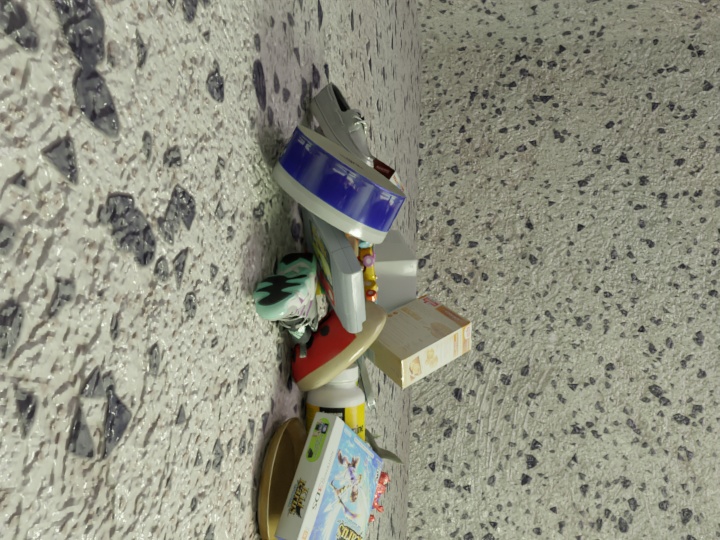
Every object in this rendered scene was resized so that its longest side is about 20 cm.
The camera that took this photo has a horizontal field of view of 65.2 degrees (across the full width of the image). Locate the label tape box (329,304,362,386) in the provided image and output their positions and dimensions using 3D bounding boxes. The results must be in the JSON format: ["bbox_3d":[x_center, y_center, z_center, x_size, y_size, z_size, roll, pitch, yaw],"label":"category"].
[{"bbox_3d":[-0.035,0.180,1.199,0.146,0.061,0.206,75,18,-56],"label":"label tape box"}]

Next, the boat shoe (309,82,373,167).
[{"bbox_3d":[-0.022,-0.255,0.995,0.071,0.069,0.203,18,35,-46],"label":"boat shoe"}]

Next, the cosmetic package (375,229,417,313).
[{"bbox_3d":[0.057,0.034,1.368,0.201,0.118,0.207,-115,-157,-65],"label":"cosmetic package"}]

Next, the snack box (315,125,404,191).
[{"bbox_3d":[-0.002,-0.209,1.063,0.024,0.198,0.072,-49,153,-5],"label":"snack box"}]

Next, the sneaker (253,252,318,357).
[{"bbox_3d":[-0.098,0.069,0.833,0.201,0.075,0.145,-60,148,-68],"label":"sneaker"}]

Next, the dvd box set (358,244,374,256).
[{"bbox_3d":[-0.003,-0.057,1.259,0.200,0.028,0.152,-145,-126,-76],"label":"dvd box set"}]

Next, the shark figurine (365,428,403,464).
[{"bbox_3d":[0.018,0.380,1.247,0.214,0.087,0.133,-37,-125,58],"label":"shark figurine"}]

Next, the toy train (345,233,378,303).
[{"bbox_3d":[0.000,0.000,1.034,0.151,0.053,0.208,64,20,-73],"label":"toy train"}]

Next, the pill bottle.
[{"bbox_3d":[-0.046,0.276,1.026,0.112,0.108,0.208,-4,94,-79],"label":"pill bottle"}]

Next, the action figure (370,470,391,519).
[{"bbox_3d":[0.029,0.418,1.061,0.203,0.050,0.067,97,7,-53],"label":"action figure"}]

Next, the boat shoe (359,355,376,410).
[{"bbox_3d":[-0.017,0.230,1.296,0.073,0.063,0.205,77,-3,-59],"label":"boat shoe"}]

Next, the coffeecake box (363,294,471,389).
[{"bbox_3d":[0.119,0.145,1.211,0.195,0.152,0.075,-22,123,-28],"label":"coffeecake box"}]

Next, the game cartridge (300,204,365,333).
[{"bbox_3d":[-0.045,-0.019,0.865,0.202,0.040,0.137,-123,-154,-46],"label":"game cartridge"}]

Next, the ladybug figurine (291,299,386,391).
[{"bbox_3d":[-0.045,0.116,0.918,0.072,0.199,0.136,47,12,-9],"label":"ladybug figurine"}]

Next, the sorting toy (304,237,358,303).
[{"bbox_3d":[-0.055,-0.038,1.074,0.200,0.067,0.207,28,62,-78],"label":"sorting toy"}]

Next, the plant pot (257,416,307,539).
[{"bbox_3d":[-0.119,0.331,0.865,0.200,0.026,0.209,1,90,-78],"label":"plant pot"}]

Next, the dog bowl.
[{"bbox_3d":[-0.030,-0.129,0.843,0.080,0.197,0.200,-57,176,15],"label":"dog bowl"}]

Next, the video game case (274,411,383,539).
[{"bbox_3d":[-0.039,0.354,0.888,0.201,0.044,0.186,55,47,-45],"label":"video game case"}]
